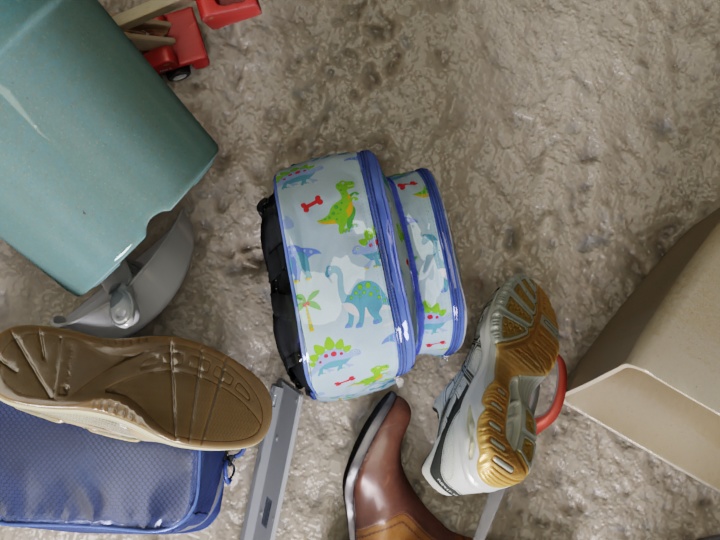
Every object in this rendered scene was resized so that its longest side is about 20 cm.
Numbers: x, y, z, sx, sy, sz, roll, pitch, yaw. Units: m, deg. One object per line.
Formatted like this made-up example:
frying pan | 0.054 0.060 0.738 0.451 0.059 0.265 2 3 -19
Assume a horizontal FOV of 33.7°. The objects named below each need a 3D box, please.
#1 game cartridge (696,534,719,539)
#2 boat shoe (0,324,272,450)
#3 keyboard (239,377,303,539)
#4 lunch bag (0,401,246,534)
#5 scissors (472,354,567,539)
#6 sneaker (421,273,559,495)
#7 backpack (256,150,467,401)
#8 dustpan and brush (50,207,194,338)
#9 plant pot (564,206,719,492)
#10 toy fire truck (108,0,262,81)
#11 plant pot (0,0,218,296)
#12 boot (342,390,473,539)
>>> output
game cartridge | 0.352 0.278 0.954 0.197 0.041 0.135 4 82 0
boat shoe | -0.160 0.084 0.826 0.198 0.065 0.073 11 72 -15
keyboard | -0.075 0.188 0.937 0.011 0.056 0.203 9 94 -29
lunch bag | -0.187 0.132 0.915 0.197 0.132 0.138 4 78 2
scissors | 0.118 0.148 0.914 0.072 0.014 0.202 -10 47 29
sneaker | 0.095 0.085 0.925 0.076 0.087 0.201 43 44 -19
backpack | 0.000 0.000 0.889 0.145 0.200 0.185 -12 85 -1
dustpan and brush | -0.176 0.014 0.888 0.139 0.200 0.057 -40 120 -2
plant pot | 0.294 0.057 0.899 0.198 0.200 0.178 28 76 2
toy fire truck | -0.174 -0.182 0.930 0.198 0.141 0.049 -18 86 -1
plant pot | -0.216 -0.101 0.825 0.196 0.200 0.200 45 87 -12
boot | 0.076 0.209 0.942 0.198 0.068 0.191 16 86 0
